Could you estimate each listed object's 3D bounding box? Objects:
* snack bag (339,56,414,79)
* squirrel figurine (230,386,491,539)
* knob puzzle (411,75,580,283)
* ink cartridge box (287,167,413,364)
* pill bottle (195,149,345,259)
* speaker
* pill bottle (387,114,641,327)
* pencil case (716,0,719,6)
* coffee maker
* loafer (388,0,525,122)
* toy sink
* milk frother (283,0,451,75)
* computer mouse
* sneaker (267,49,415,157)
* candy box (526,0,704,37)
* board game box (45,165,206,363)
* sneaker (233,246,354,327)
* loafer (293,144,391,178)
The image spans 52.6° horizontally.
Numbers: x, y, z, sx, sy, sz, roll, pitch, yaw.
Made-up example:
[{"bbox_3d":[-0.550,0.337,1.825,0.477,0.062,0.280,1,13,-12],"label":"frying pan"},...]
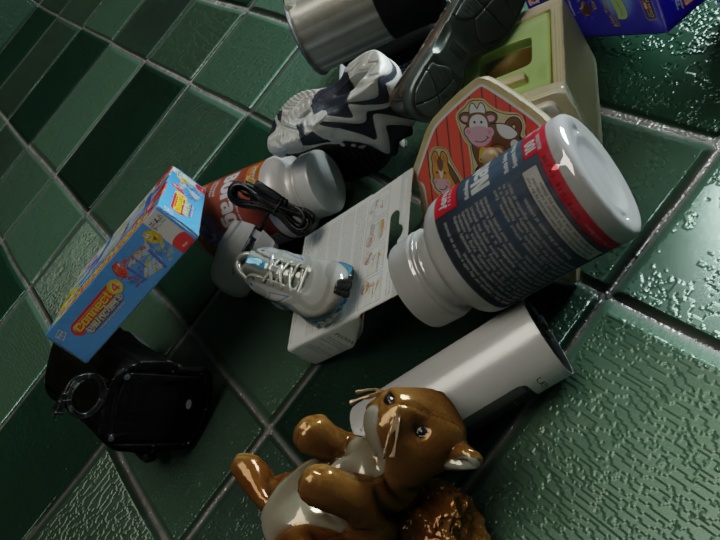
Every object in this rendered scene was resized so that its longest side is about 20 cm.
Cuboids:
[{"bbox_3d":[0.054,-0.291,1.026,0.200,0.021,0.189,-18,52,27],"label":"snack bag"},{"bbox_3d":[0.023,0.187,0.608,0.187,0.200,0.142,-43,24,3],"label":"squirrel figurine"},{"bbox_3d":[0.124,-0.087,0.718,0.220,0.220,0.030,9,25,43],"label":"knob puzzle"},{"bbox_3d":[0.000,0.000,0.815,0.200,0.057,0.163,-25,46,40],"label":"ink cartridge box"},{"bbox_3d":[-0.124,-0.088,0.965,0.200,0.112,0.112,-17,52,31],"label":"pill bottle"},{"bbox_3d":[0.091,0.110,0.673,0.200,0.081,0.081,-34,45,15],"label":"speaker"},{"bbox_3d":[0.125,-0.033,0.638,0.200,0.120,0.120,-34,44,31],"label":"pill bottle"},{"bbox_3d":[0.428,-0.318,0.683,0.200,0.091,0.083,-32,46,17],"label":"pencil case"},{"bbox_3d":[-0.313,0.132,0.911,0.200,0.192,0.135,16,69,44],"label":"coffee maker"},{"bbox_3d":[0.098,-0.246,0.769,0.200,0.072,0.063,-53,34,-6],"label":"loafer"},{"bbox_3d":[0.174,-0.168,0.773,0.130,0.112,0.200,-14,54,33],"label":"toy sink"},{"bbox_3d":[0.026,-0.286,0.904,0.188,0.181,0.200,-19,46,21],"label":"milk frother"},{"bbox_3d":[-0.141,-0.024,0.918,0.200,0.110,0.044,-57,6,41],"label":"computer mouse"},{"bbox_3d":[-0.008,-0.168,0.870,0.199,0.130,0.080,-29,48,32],"label":"sneaker"},{"bbox_3d":[0.242,-0.335,0.757,0.077,0.169,0.200,-38,27,-11],"label":"candy box"},{"bbox_3d":[-0.274,-0.016,0.876,0.200,0.056,0.196,-47,20,9],"label":"board game box"},{"bbox_3d":[-0.084,0.010,0.807,0.200,0.087,0.075,3,68,56],"label":"sneaker"},{"bbox_3d":[-0.041,-0.169,0.980,0.200,0.073,0.071,-1,59,37],"label":"loafer"}]
